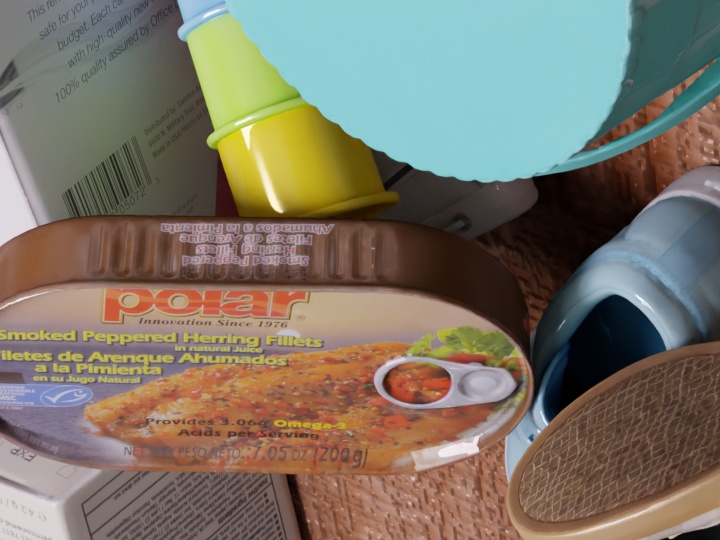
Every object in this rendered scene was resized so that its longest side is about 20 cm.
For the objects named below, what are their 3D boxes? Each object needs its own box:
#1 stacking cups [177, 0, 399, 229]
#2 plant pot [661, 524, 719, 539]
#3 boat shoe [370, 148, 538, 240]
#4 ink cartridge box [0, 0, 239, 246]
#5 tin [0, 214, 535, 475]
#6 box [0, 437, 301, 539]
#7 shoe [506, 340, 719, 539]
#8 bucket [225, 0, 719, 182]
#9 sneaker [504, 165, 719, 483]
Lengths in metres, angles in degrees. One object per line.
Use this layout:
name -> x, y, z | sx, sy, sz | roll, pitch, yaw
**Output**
stacking cups -> -0.047, -0.108, 0.988 | 0.060, 0.060, 0.200 | -24, 85, 53
plant pot -> 0.100, 0.181, 1.040 | 0.200, 0.200, 0.196 | 56, 152, -8
boat shoe -> 0.000, 0.000, 1.077 | 0.070, 0.071, 0.200 | 50, 136, 0
ink cartridge box -> -0.114, -0.083, 1.053 | 0.083, 0.147, 0.200 | 3, 123, 38
tin -> -0.040, 0.026, 0.977 | 0.200, 0.042, 0.112 | 2, 147, 0
box -> -0.105, 0.129, 1.251 | 0.109, 0.128, 0.200 | 18, 133, 37
shoe -> 0.142, 0.051, 0.911 | 0.200, 0.070, 0.053 | -25, 127, 18
bucket -> 0.048, -0.133, 0.846 | 0.207, 0.135, 0.207 | 29, 139, 29
sneaker -> 0.081, 0.042, 1.011 | 0.074, 0.082, 0.200 | 42, 143, 17
